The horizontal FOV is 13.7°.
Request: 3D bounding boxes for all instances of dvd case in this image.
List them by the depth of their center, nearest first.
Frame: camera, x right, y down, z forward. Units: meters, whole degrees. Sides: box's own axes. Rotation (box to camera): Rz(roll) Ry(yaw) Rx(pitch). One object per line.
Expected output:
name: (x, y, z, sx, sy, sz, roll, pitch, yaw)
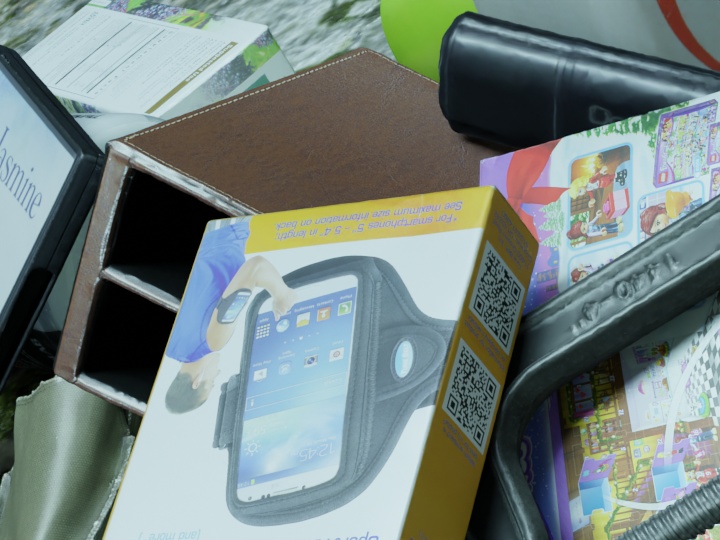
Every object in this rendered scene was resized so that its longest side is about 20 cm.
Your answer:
dvd case: (-0.178, 0.012, 1.305, 0.200, 0.018, 0.143, -63, 31, 12)

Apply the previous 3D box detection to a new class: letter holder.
letter holder: (0.000, 0.000, 1.177, 0.142, 0.101, 0.200, 25, 25, 21)

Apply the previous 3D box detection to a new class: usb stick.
usb stick: (0.122, -0.057, 1.159, 0.200, 0.055, 0.033, 16, 40, 22)

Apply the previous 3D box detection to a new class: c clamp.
c clamp: (0.099, 0.061, 0.950, 0.200, 0.027, 0.171, -37, 43, 9)

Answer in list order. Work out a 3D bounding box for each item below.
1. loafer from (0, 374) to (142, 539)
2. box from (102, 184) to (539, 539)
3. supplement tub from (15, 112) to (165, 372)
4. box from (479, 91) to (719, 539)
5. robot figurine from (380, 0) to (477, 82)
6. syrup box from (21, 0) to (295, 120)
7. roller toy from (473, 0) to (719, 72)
loafer: (-0.118, 0.077, 1.193, 0.075, 0.070, 0.200, -20, 27, 25)
box: (-0.020, 0.066, 0.984, 0.119, 0.041, 0.200, -7, 49, 31)
supplement tub: (-0.158, -0.014, 1.418, 0.200, 0.123, 0.123, 4, 44, 51)
box: (0.104, 0.040, 1.009, 0.137, 0.039, 0.200, -15, 60, 33)
robot figurine: (0.070, -0.159, 1.372, 0.116, 0.175, 0.200, 2, 69, 15)
syrup box: (-0.100, -0.080, 1.522, 0.081, 0.079, 0.200, -41, 26, -18)
roller toy: (0.140, -0.147, 1.246, 0.182, 0.200, 0.140, -22, 18, -23)
